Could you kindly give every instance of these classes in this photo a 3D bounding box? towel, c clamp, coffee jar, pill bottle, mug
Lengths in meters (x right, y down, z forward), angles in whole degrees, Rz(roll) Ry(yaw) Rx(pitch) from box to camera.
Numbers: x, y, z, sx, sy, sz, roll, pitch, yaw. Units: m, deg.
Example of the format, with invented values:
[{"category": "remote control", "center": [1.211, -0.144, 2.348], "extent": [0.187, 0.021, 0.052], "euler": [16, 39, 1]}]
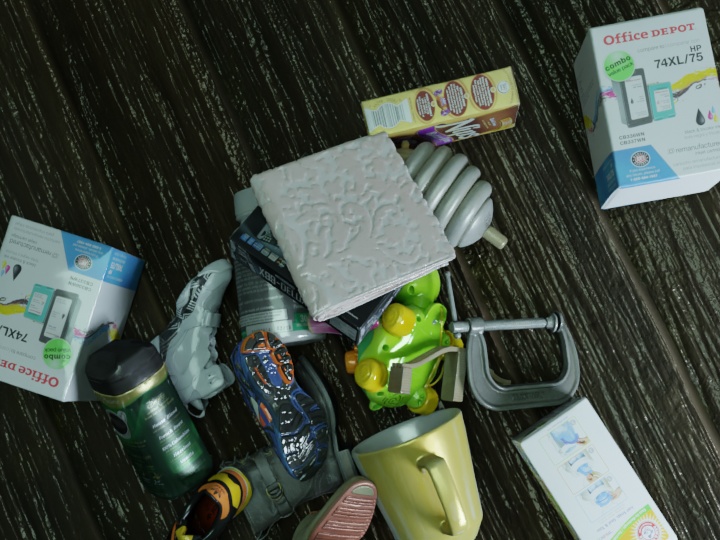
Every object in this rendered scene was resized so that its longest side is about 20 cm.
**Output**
[{"category": "towel", "center": [-0.011, -0.058, 1.312], "extent": [0.189, 0.032, 0.202], "euler": [-21, 66, -15]}, {"category": "c clamp", "center": [0.198, 0.092, 1.402], "extent": [0.197, 0.027, 0.174], "euler": [5, 76, -26]}, {"category": "coffee jar", "center": [-0.267, 0.183, 1.391], "extent": [0.085, 0.104, 0.202], "euler": [-36, 115, -31]}, {"category": "pill bottle", "center": [-0.109, -0.004, 1.432], "extent": [0.111, 0.113, 0.204], "euler": [-8, 84, 4]}, {"category": "mug", "center": [0.076, 0.275, 1.361], "extent": [0.148, 0.186, 0.155], "euler": [-19, 91, 21]}]

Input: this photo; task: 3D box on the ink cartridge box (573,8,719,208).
[{"category": "ink cartridge box", "center": [0.366, -0.201, 1.392], "extent": [0.144, 0.146, 0.203], "euler": [-10, 82, 3]}]

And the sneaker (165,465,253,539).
[{"category": "sneaker", "center": [-0.216, 0.337, 1.393], "extent": [0.070, 0.090, 0.201], "euler": [37, 107, 15]}]

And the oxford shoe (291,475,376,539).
[{"category": "oxford shoe", "center": [-0.047, 0.320, 1.377], "extent": [0.070, 0.074, 0.201], "euler": [18, 118, -31]}]

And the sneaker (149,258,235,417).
[{"category": "sneaker", "center": [-0.202, 0.092, 1.451], "extent": [0.114, 0.075, 0.201], "euler": [35, 92, 7]}]

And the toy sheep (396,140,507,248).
[{"category": "toy sheep", "center": [0.103, -0.089, 1.410], "extent": [0.198, 0.138, 0.139], "euler": [31, 87, 5]}]

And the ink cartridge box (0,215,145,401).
[{"category": "ink cartridge box", "center": [-0.394, 0.054, 1.432], "extent": [0.144, 0.146, 0.203], "euler": [16, 86, 6]}]

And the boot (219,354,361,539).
[{"category": "boot", "center": [-0.103, 0.229, 1.429], "extent": [0.172, 0.069, 0.203], "euler": [-21, 82, 3]}]

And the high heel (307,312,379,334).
[{"category": "high heel", "center": [0.000, 0.000, 1.405], "extent": [0.094, 0.068, 0.201], "euler": [-4, 42, 24]}]

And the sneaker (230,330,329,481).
[{"category": "sneaker", "center": [-0.102, 0.168, 1.374], "extent": [0.075, 0.078, 0.203], "euler": [-26, 100, -31]}]

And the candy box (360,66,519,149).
[{"category": "candy box", "center": [0.104, -0.203, 1.436], "extent": [0.197, 0.117, 0.057], "euler": [-14, 82, 3]}]

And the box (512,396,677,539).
[{"category": "box", "center": [0.287, 0.270, 1.370], "extent": [0.101, 0.113, 0.202], "euler": [-33, 82, -1]}]

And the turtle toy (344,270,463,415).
[{"category": "turtle toy", "center": [0.053, 0.084, 1.408], "extent": [0.100, 0.145, 0.202], "euler": [22, 84, 46]}]

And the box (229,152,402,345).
[{"category": "box", "center": [-0.035, -0.029, 1.342], "extent": [0.199, 0.050, 0.158], "euler": [34, 65, 14]}]

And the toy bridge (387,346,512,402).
[{"category": "toy bridge", "center": [0.119, 0.131, 1.385], "extent": [0.198, 0.027, 0.068], "euler": [12, 81, -38]}]
